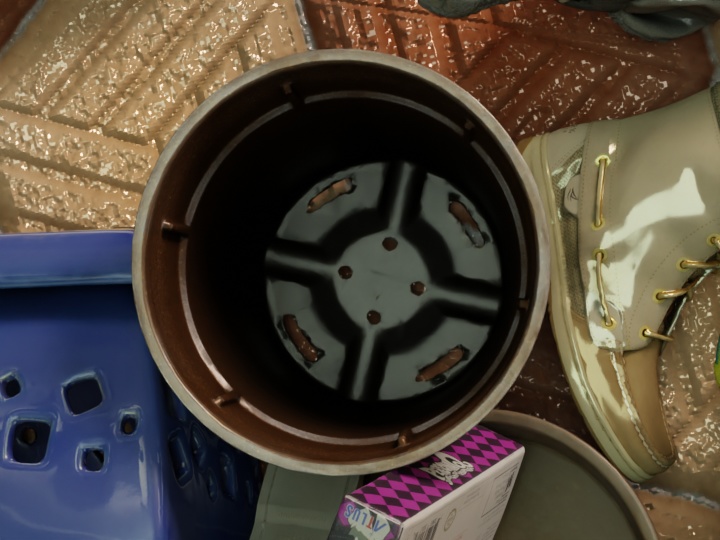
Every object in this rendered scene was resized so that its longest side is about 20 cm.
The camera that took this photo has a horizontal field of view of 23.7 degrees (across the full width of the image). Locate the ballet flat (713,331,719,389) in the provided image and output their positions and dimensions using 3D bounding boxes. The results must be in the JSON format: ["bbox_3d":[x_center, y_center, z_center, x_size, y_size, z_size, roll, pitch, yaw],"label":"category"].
[{"bbox_3d":[0.278,0.029,0.869,0.199,0.067,0.067,-7,95,2],"label":"ballet flat"}]

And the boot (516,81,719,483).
[{"bbox_3d":[0.179,0.001,0.921,0.155,0.073,0.201,-18,77,21],"label":"boot"}]

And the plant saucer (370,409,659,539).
[{"bbox_3d":[0.077,0.175,0.945,0.199,0.029,0.201,2,94,25],"label":"plant saucer"}]

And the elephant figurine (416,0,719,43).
[{"bbox_3d":[0.155,-0.186,0.923,0.200,0.155,0.142,-21,45,36],"label":"elephant figurine"}]

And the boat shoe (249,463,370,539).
[{"bbox_3d":[-0.041,0.175,0.892,0.072,0.063,0.200,10,50,16],"label":"boat shoe"}]

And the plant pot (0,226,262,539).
[{"bbox_3d":[-0.166,0.079,0.943,0.199,0.200,0.181,-2,79,13],"label":"plant pot"}]

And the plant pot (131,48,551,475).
[{"bbox_3d":[0.000,0.000,0.899,0.199,0.198,0.201,0,87,6],"label":"plant pot"}]

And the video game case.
[{"bbox_3d":[0.010,0.178,0.851,0.036,0.200,0.182,24,103,18],"label":"video game case"}]
